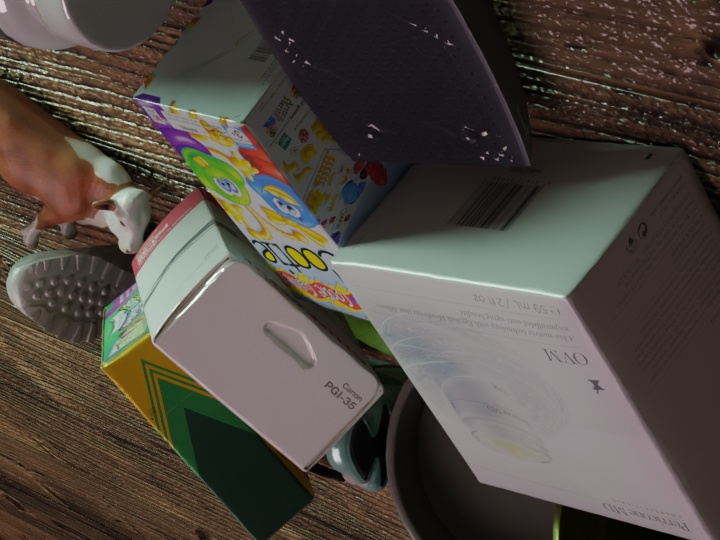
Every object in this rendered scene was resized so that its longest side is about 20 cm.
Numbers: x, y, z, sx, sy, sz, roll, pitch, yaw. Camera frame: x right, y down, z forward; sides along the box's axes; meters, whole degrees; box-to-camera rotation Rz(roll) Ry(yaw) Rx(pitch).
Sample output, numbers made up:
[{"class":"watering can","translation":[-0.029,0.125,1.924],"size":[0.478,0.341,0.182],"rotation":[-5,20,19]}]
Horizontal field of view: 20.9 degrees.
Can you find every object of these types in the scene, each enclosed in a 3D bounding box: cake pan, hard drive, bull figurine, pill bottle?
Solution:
[{"class":"cake pan","translation":[0.117,0.128,1.335],"size":[0.200,0.201,0.037],"rotation":[29,-167,14]},{"class":"hard drive","translation":[0.009,-0.134,1.045],"size":[0.135,0.042,0.200],"rotation":[4,144,34]},{"class":"bull figurine","translation":[-0.254,-0.078,1.574],"size":[0.200,0.065,0.121],"rotation":[42,133,-3]},{"class":"pill bottle","translation":[-0.210,-0.196,1.181],"size":[0.200,0.113,0.113],"rotation":[19,155,38]}]

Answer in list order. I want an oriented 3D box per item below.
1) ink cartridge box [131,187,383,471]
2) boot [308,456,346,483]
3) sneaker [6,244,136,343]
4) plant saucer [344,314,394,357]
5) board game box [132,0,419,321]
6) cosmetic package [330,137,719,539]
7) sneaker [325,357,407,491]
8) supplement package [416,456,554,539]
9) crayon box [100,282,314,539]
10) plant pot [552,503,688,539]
[{"class":"ink cartridge box","translation":[-0.076,0.035,1.353],"size":[0.146,0.083,0.200],"rotation":[42,-175,-17]},{"class":"boot","translation":[-0.068,0.123,1.753],"size":[0.200,0.076,0.074],"rotation":[25,160,28]},{"class":"sneaker","translation":[-0.232,0.012,1.652],"size":[0.080,0.077,0.200],"rotation":[29,-167,34]},{"class":"plant saucer","translation":[0.000,0.000,1.424],"size":[0.200,0.031,0.200],"rotation":[31,161,12]},{"class":"board game box","translation":[-0.027,-0.070,1.194],"size":[0.103,0.105,0.200],"rotation":[16,152,44]},{"class":"cosmetic package","translation":[0.124,0.036,1.141],"size":[0.199,0.123,0.200],"rotation":[9,141,50]},{"class":"sneaker","translation":[-0.019,0.104,1.440],"size":[0.140,0.078,0.200],"rotation":[14,-173,23]},{"class":"supplement package","translation":[0.122,0.163,1.479],"size":[0.117,0.117,0.200],"rotation":[27,159,18]},{"class":"crayon box","translation":[-0.118,0.096,1.455],"size":[0.173,0.058,0.200],"rotation":[49,-178,-13]},{"class":"plant pot","translation":[0.258,0.180,1.227],"size":[0.193,0.201,0.200],"rotation":[37,163,-36]}]
